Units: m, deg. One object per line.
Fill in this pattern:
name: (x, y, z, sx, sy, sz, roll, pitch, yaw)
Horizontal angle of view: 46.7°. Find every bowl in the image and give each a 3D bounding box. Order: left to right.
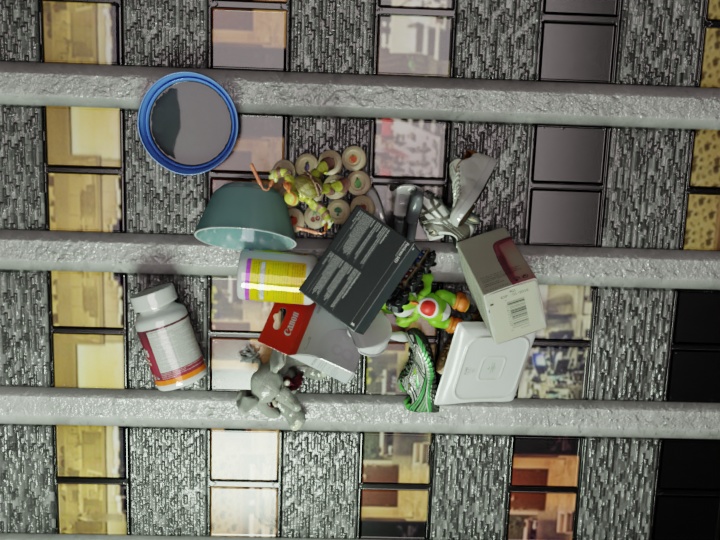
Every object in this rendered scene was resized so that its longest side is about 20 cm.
bowl: (-0.341, -0.293, 1.663, 0.199, 0.039, 0.202, 0, 100, -1)
bowl: (-0.221, -0.108, 1.639, 0.199, 0.201, 0.106, 5, 78, -3)

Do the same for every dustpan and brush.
dustpan and brush: (0.036, 0.122, 1.700, 0.199, 0.140, 0.057, 4, 135, -36)

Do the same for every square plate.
square plate: (0.264, 0.197, 1.719, 0.197, 0.028, 0.201, 1, 117, -25)

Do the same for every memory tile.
memory tile: (-0.075, -0.163, 1.674, 0.199, 0.017, 0.154, -9, 90, 14)

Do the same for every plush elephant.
plush elephant: (-0.169, 0.236, 1.704, 0.199, 0.155, 0.165, 33, 98, -8)

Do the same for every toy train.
toy train: (0.101, 0.018, 1.675, 0.046, 0.200, 0.034, 13, 131, 25)

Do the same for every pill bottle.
pill bottle: (-0.395, 0.134, 1.703, 0.109, 0.110, 0.201, -17, 100, 1)
pill bottle: (-0.147, 0.015, 1.692, 0.198, 0.104, 0.105, 5, 100, -2)

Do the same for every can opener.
can opener: (0.089, -0.089, 1.660, 0.052, 0.067, 0.201, 6, 137, 0)

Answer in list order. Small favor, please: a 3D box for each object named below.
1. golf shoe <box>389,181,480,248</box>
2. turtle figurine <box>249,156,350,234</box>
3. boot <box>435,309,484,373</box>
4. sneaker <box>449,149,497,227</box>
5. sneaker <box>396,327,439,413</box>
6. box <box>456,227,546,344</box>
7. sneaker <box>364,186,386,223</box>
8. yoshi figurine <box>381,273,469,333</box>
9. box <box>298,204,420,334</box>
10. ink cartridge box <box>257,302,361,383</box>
golf shoe: (0.141, -0.112, 1.693, 0.199, 0.078, 0.095, 24, 99, -5)
turtle figurine: (-0.102, -0.166, 1.590, 0.200, 0.161, 0.065, 41, 134, 13)
boot: (0.249, 0.160, 1.742, 0.200, 0.075, 0.107, -45, 105, -3)
sneaker: (0.201, -0.165, 1.650, 0.084, 0.200, 0.073, 27, 139, 5)
sneaker: (0.115, 0.214, 1.741, 0.085, 0.078, 0.201, -7, 110, 3)
box: (0.276, 0.027, 1.645, 0.108, 0.200, 0.128, -19, 124, 2)
sneaker: (0.017, -0.069, 1.701, 0.080, 0.070, 0.202, -5, 101, 2)
yoshi figurine: (0.116, 0.067, 1.730, 0.199, 0.113, 0.112, 14, 141, -18)
box: (0.000, 0.000, 1.594, 0.141, 0.079, 0.201, 35, 91, 19)
ink cartridge box: (-0.087, 0.120, 1.686, 0.199, 0.163, 0.057, 30, 132, -9)
